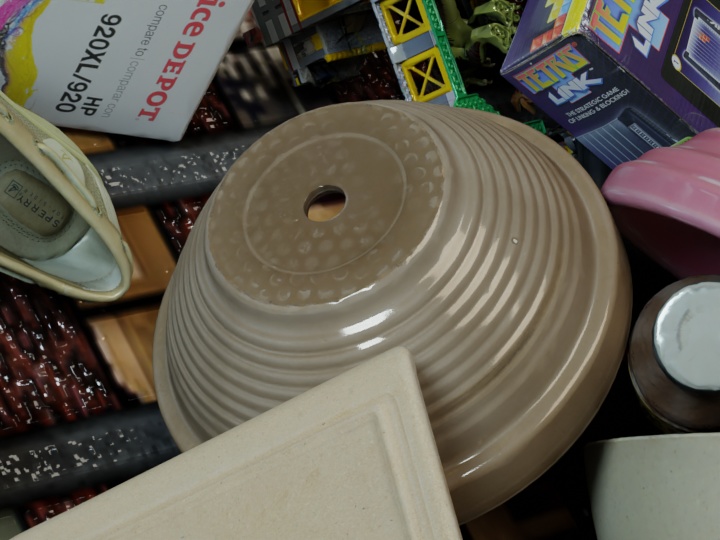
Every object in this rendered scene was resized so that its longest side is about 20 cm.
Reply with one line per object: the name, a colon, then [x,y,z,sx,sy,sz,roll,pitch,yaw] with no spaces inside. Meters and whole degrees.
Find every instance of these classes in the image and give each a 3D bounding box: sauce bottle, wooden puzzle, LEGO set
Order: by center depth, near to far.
wooden puzzle: [-0.039,0.143,0.914,0.037,0.185,0.200,44,25,-47]
sauce bottle: [0.137,0.034,1.029,0.064,0.200,0.065,-1,82,8]
LEGO set: [0.038,-0.099,1.209,0.200,0.116,0.154,-31,97,-48]

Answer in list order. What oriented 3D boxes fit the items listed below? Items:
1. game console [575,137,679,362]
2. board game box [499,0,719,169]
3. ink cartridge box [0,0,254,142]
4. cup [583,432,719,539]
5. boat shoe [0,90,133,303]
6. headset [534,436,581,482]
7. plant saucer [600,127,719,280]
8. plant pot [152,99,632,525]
game console: [0.164,-0.034,1.210,0.176,0.031,0.201,21,59,-33]
board game box: [0.164,-0.120,1.188,0.165,0.057,0.200,38,52,-20]
ink cartridge box: [-0.153,-0.163,1.101,0.199,0.147,0.145,6,51,-25]
cup: [0.190,0.141,1.044,0.200,0.200,0.144,4,81,-27]
boat shoe: [-0.165,-0.045,1.001,0.201,0.073,0.063,38,8,-47]
headset: [0.033,0.058,1.101,0.123,0.094,0.200,30,30,-1]
plant saucer: [0.194,0.000,1.055,0.200,0.201,0.051,30,86,-5]
plant pot: [0.000,0.000,1.020,0.200,0.093,0.201,-13,50,16]
